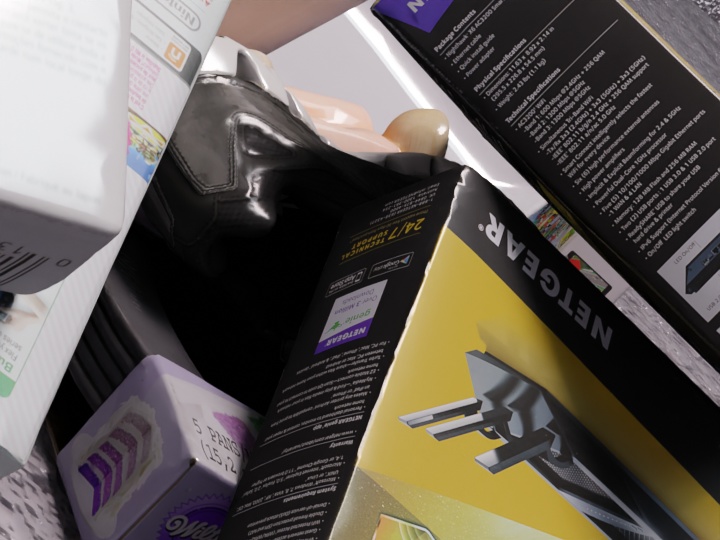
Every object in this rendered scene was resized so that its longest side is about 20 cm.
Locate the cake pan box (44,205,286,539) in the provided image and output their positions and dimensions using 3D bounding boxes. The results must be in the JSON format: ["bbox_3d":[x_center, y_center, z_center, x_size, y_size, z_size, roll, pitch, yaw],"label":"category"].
[{"bbox_3d":[-0.021,0.057,0.798,0.200,0.052,0.184,34,16,-33],"label":"cake pan box"}]

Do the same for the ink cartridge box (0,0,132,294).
[{"bbox_3d":[-0.127,-0.108,0.578,0.160,0.047,0.200,17,60,-34],"label":"ink cartridge box"}]

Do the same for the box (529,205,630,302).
[{"bbox_3d":[0.106,-0.016,1.219,0.035,0.110,0.200,43,14,-5],"label":"box"}]

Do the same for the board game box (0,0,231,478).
[{"bbox_3d":[-0.117,-0.062,0.638,0.148,0.064,0.200,39,50,-22],"label":"board game box"}]

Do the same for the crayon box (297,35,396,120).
[{"bbox_3d":[-0.017,-0.084,1.175,0.200,0.058,0.173,41,14,-9],"label":"crayon box"}]

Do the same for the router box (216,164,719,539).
[{"bbox_3d":[0.054,0.094,0.717,0.200,0.052,0.157,42,49,-27],"label":"router box"}]

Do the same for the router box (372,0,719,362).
[{"bbox_3d":[0.093,-0.024,0.792,0.157,0.052,0.200,46,3,13],"label":"router box"}]

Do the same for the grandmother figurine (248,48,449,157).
[{"bbox_3d":[-0.076,-0.056,0.856,0.200,0.121,0.061,20,52,-31],"label":"grandmother figurine"}]

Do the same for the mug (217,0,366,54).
[{"bbox_3d":[-0.086,-0.140,0.913,0.187,0.153,0.149,51,7,-23],"label":"mug"}]

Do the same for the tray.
[{"bbox_3d":[-0.012,-0.085,1.067,0.200,0.022,0.107,51,40,4],"label":"tray"}]

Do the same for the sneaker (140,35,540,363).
[{"bbox_3d":[0.000,0.000,0.800,0.200,0.066,0.091,28,28,-44],"label":"sneaker"}]
